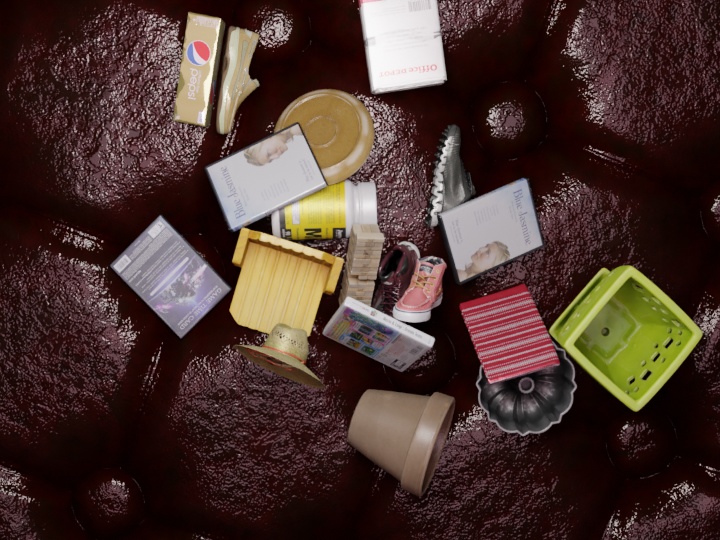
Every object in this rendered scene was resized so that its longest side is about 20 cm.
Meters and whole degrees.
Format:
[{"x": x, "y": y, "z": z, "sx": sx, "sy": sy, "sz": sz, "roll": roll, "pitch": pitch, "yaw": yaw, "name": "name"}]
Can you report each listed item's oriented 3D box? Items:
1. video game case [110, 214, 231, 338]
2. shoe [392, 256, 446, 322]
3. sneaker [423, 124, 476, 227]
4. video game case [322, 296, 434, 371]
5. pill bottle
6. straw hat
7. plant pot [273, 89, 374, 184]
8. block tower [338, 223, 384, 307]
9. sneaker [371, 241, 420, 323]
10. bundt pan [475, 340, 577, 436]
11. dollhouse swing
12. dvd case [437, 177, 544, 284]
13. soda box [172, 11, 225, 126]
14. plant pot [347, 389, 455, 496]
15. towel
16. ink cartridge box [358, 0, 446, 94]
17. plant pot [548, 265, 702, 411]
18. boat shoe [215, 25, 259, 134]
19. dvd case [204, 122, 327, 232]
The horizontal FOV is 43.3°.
[{"x": -0.372, "y": 0.013, "z": 1.784, "sx": 0.143, "sy": 0.019, "sz": 0.200, "roll": -43, "pitch": 98, "yaw": 4, "name": "video game case"}, {"x": 0.113, "y": 0.032, "z": 1.711, "sx": 0.071, "sy": 0.200, "sz": 0.092, "roll": 10, "pitch": 105, "yaw": 18, "name": "shoe"}, {"x": 0.183, "y": -0.178, "z": 1.754, "sx": 0.089, "sy": 0.067, "sz": 0.203, "roll": 8, "pitch": 101, "yaw": -6, "name": "sneaker"}, {"x": 0.030, "y": 0.125, "z": 1.730, "sx": 0.180, "sy": 0.200, "sz": 0.024, "roll": 26, "pitch": 66, "yaw": -5, "name": "video game case"}, {"x": -0.069, "y": -0.117, "z": 1.727, "sx": 0.197, "sy": 0.114, "sz": 0.116, "roll": -2, "pitch": 98, "yaw": -1, "name": "pill bottle"}, {"x": -0.140, "y": 0.148, "z": 1.740, "sx": 0.199, "sy": 0.201, "sz": 0.086, "roll": 24, "pitch": 74, "yaw": -5, "name": "straw hat"}, {"x": -0.072, "y": -0.257, "z": 1.705, "sx": 0.197, "sy": 0.028, "sz": 0.203, "roll": -3, "pitch": 70, "yaw": 9, "name": "plant pot"}, {"x": 0.000, "y": 0.000, "z": 1.727, "sx": 0.053, "sy": 0.058, "sz": 0.202, "roll": 0, "pitch": 132, "yaw": -14, "name": "block tower"}, {"x": 0.051, "y": 0.040, "z": 1.745, "sx": 0.075, "sy": 0.115, "sz": 0.203, "roll": 14, "pitch": 93, "yaw": 18, "name": "sneaker"}, {"x": 0.323, "y": 0.220, "z": 1.804, "sx": 0.199, "sy": 0.076, "sz": 0.205, "roll": 0, "pitch": 97, "yaw": -2, "name": "bundt pan"}, {"x": -0.155, "y": 0.036, "z": 1.728, "sx": 0.197, "sy": 0.182, "sz": 0.178, "roll": 18, "pitch": 86, "yaw": -5, "name": "dollhouse swing"}, {"x": 0.254, "y": -0.076, "z": 1.748, "sx": 0.198, "sy": 0.018, "sz": 0.144, "roll": -23, "pitch": 109, "yaw": -14, "name": "dvd case"}, {"x": -0.303, "y": -0.376, "z": 1.708, "sx": 0.063, "sy": 0.068, "sz": 0.203, "roll": 10, "pitch": 98, "yaw": -3, "name": "soda box"}, {"x": 0.074, "y": 0.312, "z": 1.768, "sx": 0.173, "sy": 0.200, "sz": 0.203, "roll": 20, "pitch": 97, "yaw": 14, "name": "plant pot"}, {"x": 0.284, "y": 0.121, "z": 1.749, "sx": 0.143, "sy": 0.202, "sz": 0.023, "roll": -17, "pitch": 140, "yaw": 0, "name": "towel"}, {"x": 0.077, "y": -0.442, "z": 1.703, "sx": 0.143, "sy": 0.085, "sz": 0.203, "roll": -8, "pitch": 96, "yaw": -1, "name": "ink cartridge box"}, {"x": 0.491, "y": 0.119, "z": 1.739, "sx": 0.199, "sy": 0.181, "sz": 0.200, "roll": 41, "pitch": 90, "yaw": -7, "name": "plant pot"}, {"x": -0.228, "y": -0.355, "z": 1.716, "sx": 0.075, "sy": 0.072, "sz": 0.203, "roll": 8, "pitch": 97, "yaw": -15, "name": "boat shoe"}, {"x": -0.175, "y": -0.173, "z": 1.669, "sx": 0.198, "sy": 0.018, "sz": 0.144, "roll": -26, "pitch": 69, "yaw": 0, "name": "dvd case"}]
